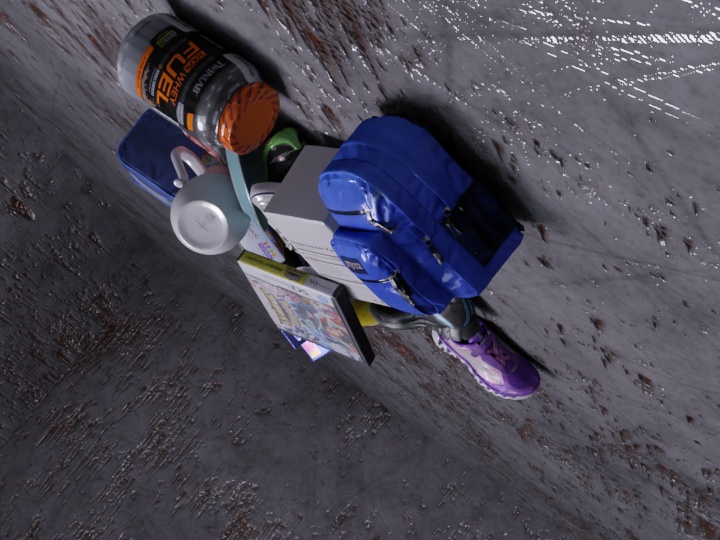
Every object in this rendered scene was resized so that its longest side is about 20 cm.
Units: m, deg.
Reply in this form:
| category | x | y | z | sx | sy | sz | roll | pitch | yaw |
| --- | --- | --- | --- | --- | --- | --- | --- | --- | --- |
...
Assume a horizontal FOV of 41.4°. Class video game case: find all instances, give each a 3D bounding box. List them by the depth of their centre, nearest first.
| category | x | y | z | sx | sy | sz | roll | pitch | yaw |
| --- | --- | --- | --- | --- | --- | --- | --- | --- | --- |
| video game case | -0.080 | 0.059 | 1.438 | 0.181 | 0.026 | 0.200 | 20 | 153 | 28 |

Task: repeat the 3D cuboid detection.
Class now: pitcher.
| category | x | y | z | sx | sy | sz | roll | pitch | yaw |
| --- | --- | --- | --- | --- | --- | --- | --- | --- | --- |
| pitcher | -0.246 | -0.116 | 1.497 | 0.172 | 0.121 | 0.200 | 40 | -162 | -11 |

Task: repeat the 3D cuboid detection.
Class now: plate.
| category | x | y | z | sx | sy | sz | roll | pitch | yaw |
| --- | --- | --- | --- | --- | --- | --- | --- | --- | --- |
| plate | -0.172 | -0.152 | 1.405 | 0.200 | 0.026 | 0.200 | -13 | -90 | -87 |

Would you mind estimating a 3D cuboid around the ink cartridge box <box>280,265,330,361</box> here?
| category | x | y | z | sx | sy | sz | roll | pitch | yaw |
| --- | --- | --- | --- | --- | --- | --- | --- | --- | --- |
| ink cartridge box | -0.071 | 0.065 | 1.685 | 0.076 | 0.200 | 0.136 | -34 | 96 | 32 |

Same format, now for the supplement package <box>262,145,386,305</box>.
| category | x | y | z | sx | sy | sz | roll | pitch | yaw |
| --- | --- | --- | --- | --- | --- | --- | --- | --- | --- |
| supplement package | -0.013 | -0.060 | 1.295 | 0.120 | 0.121 | 0.200 | 12 | 153 | 41 |

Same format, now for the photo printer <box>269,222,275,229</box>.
| category | x | y | z | sx | sy | sz | roll | pitch | yaw |
| --- | --- | --- | --- | --- | --- | --- | --- | --- | --- |
| photo printer | -0.089 | -0.087 | 1.594 | 0.166 | 0.069 | 0.200 | 38 | 168 | -1 |

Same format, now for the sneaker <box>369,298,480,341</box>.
| category | x | y | z | sx | sy | sz | roll | pitch | yaw |
| --- | --- | --- | --- | --- | --- | --- | --- | --- | --- |
| sneaker | 0.098 | 0.051 | 1.499 | 0.200 | 0.073 | 0.082 | 7 | 120 | 37 |

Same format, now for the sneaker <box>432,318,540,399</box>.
| category | x | y | z | sx | sy | sz | roll | pitch | yaw |
| --- | --- | --- | --- | --- | --- | --- | --- | --- | --- |
| sneaker | 0.203 | 0.130 | 1.531 | 0.200 | 0.080 | 0.088 | 37 | 161 | 14 |

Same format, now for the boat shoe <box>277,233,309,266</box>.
| category | x | y | z | sx | sy | sz | roll | pitch | yaw |
| --- | --- | --- | --- | --- | --- | --- | --- | --- | --- |
| boat shoe | -0.094 | -0.056 | 1.783 | 0.200 | 0.074 | 0.067 | 52 | -170 | -50 |

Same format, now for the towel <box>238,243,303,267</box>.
| category | x | y | z | sx | sy | sz | roll | pitch | yaw |
| --- | --- | --- | --- | --- | --- | --- | --- | --- | --- |
| towel | -0.149 | -0.016 | 1.833 | 0.200 | 0.035 | 0.193 | 14 | -151 | -46 |

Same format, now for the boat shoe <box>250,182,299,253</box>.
| category | x | y | z | sx | sy | sz | roll | pitch | yaw |
| --- | --- | --- | --- | --- | --- | --- | --- | --- | --- |
| boat shoe | -0.082 | -0.061 | 1.353 | 0.071 | 0.070 | 0.200 | -9 | 154 | 34 |

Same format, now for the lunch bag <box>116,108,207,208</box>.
| category | x | y | z | sx | sy | sz | roll | pitch | yaw |
| --- | --- | --- | --- | --- | --- | --- | --- | --- | --- |
| lunch bag | -0.344 | -0.195 | 1.799 | 0.200 | 0.136 | 0.132 | 36 | 169 | 8 |

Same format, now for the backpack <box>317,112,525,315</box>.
| category | x | y | z | sx | sy | sz | roll | pitch | yaw |
| --- | --- | --- | --- | --- | --- | --- | --- | --- | --- |
| backpack | 0.051 | -0.062 | 1.035 | 0.200 | 0.168 | 0.162 | 48 | 159 | -24 |

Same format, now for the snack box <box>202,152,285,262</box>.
| category | x | y | z | sx | sy | sz | roll | pitch | yaw |
| --- | --- | --- | --- | --- | --- | --- | --- | --- | --- |
| snack box | -0.209 | -0.112 | 1.704 | 0.200 | 0.053 | 0.142 | 55 | -169 | -32 |

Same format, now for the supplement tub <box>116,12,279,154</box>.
| category | x | y | z | sx | sy | sz | roll | pitch | yaw |
| --- | --- | --- | --- | --- | --- | --- | --- | --- | --- |
| supplement tub | -0.210 | -0.241 | 1.244 | 0.200 | 0.123 | 0.123 | 34 | 168 | 20 |

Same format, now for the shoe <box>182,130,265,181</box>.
| category | x | y | z | sx | sy | sz | roll | pitch | yaw |
| --- | --- | --- | --- | --- | --- | --- | --- | --- | --- |
| shoe | -0.220 | -0.212 | 1.536 | 0.200 | 0.071 | 0.091 | 43 | 172 | -9 |

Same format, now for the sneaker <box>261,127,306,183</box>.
| category | x | y | z | sx | sy | sz | roll | pitch | yaw |
| --- | --- | --- | --- | --- | --- | --- | --- | --- | --- |
| sneaker | -0.097 | -0.117 | 1.387 | 0.084 | 0.077 | 0.200 | 46 | 159 | 26 |

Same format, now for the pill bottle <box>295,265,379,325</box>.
| category | x | y | z | sx | sy | sz | roll | pitch | yaw |
| --- | --- | --- | --- | --- | --- | --- | --- | --- | --- |
| pill bottle | -0.030 | 0.037 | 1.594 | 0.112 | 0.112 | 0.200 | 30 | -163 | 36 |

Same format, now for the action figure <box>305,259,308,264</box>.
| category | x | y | z | sx | sy | sz | roll | pitch | yaw |
| --- | --- | --- | --- | --- | --- | --- | --- | --- | --- |
| action figure | 0.000 | 0.000 | 1.515 | 0.200 | 0.065 | 0.099 | 15 | 148 | -20 |
